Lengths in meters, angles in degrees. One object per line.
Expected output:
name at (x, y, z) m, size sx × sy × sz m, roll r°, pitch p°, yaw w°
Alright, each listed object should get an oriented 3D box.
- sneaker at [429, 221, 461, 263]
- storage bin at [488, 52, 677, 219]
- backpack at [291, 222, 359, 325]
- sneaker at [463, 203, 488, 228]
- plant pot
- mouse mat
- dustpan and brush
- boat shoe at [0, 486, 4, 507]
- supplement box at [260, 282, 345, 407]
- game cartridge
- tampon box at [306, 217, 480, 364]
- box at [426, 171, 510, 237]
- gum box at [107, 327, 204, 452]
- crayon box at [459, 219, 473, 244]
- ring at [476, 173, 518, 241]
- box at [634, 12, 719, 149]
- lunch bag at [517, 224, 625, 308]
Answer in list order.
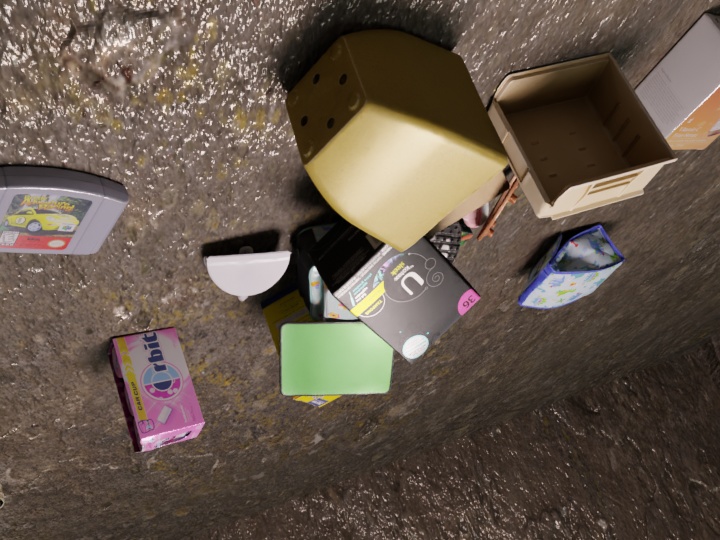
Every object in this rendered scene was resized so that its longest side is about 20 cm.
sneaker at (0.115, -0.014, 1.353) m, size 0.066 × 0.091 × 0.202 m, roll 5°, pitch 119°, yaw -26°
storage bin at (0.315, -0.197, 1.128) m, size 0.196 × 0.202 × 0.094 m, roll -15°, pitch 157°, yaw -18°
backpack at (0.000, 0.000, 1.294) m, size 0.198 × 0.154 × 0.177 m, roll -20°, pitch 145°, yaw -16°
sneaker at (0.158, -0.131, 1.274) m, size 0.103 × 0.076 × 0.201 m, roll -18°, pitch 152°, yaw -7°
plant pot at (0.022, -0.174, 0.941) m, size 0.199 × 0.196 × 0.195 m, roll 16°, pitch 135°, yaw -42°
mouse mat at (-0.039, 0.151, 1.303) m, size 0.197 × 0.008 × 0.163 m, roll -1°, pitch 123°, yaw -7°
dustpan and brush at (-0.192, 0.012, 1.281) m, size 0.138 × 0.058 × 0.201 m, roll -4°, pitch 144°, yaw -14°
boat shoe at (-0.806, 0.489, 1.648) m, size 0.074 × 0.069 × 0.201 m, roll -11°, pitch 152°, yaw -25°
supplement box at (-0.088, 0.134, 1.424) m, size 0.109 × 0.202 × 0.109 m, roll -28°, pitch 156°, yaw 13°
game cartridge at (-0.394, -0.072, 0.943) m, size 0.198 × 0.041 × 0.133 m, roll 1°, pitch 142°, yaw -43°
tampon box at (0.050, 0.009, 1.137) m, size 0.150 × 0.127 × 0.200 m, roll -44°, pitch 125°, yaw 7°
box at (0.120, -0.154, 1.156) m, size 0.162 × 0.021 × 0.200 m, roll -31°, pitch 131°, yaw 9°
gum box at (-0.355, 0.210, 1.334) m, size 0.112 × 0.202 × 0.066 m, roll -9°, pitch 152°, yaw -32°
crayon box at (0.098, -0.036, 1.433) m, size 0.126 × 0.051 × 0.200 m, roll 6°, pitch 142°, yaw -48°
ring at (0.252, -0.133, 1.270) m, size 0.202 × 0.019 × 0.200 m, roll -58°, pitch 177°, yaw -5°
box at (0.562, -0.301, 1.252) m, size 0.151 × 0.107 × 0.200 m, roll -7°, pitch 151°, yaw -32°
lunch bag at (0.465, 0.003, 1.747) m, size 0.198 × 0.128 × 0.171 m, roll -23°, pitch 158°, yaw -27°
